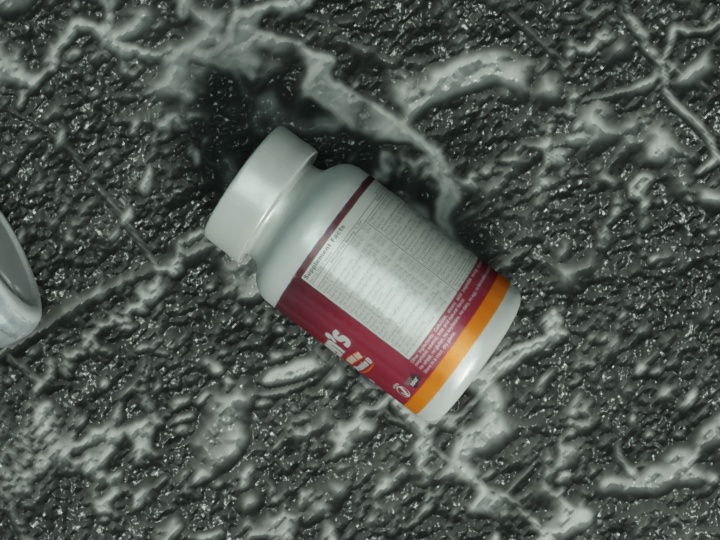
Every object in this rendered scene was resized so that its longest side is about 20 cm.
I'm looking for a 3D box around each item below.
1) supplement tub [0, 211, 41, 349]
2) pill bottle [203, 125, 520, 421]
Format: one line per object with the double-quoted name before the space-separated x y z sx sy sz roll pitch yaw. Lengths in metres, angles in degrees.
"supplement tub" -0.326 0.030 0.911 0.198 0.123 0.124 -28 90 1
"pill bottle" 0.000 0.000 0.908 0.199 0.110 0.110 37 92 1
